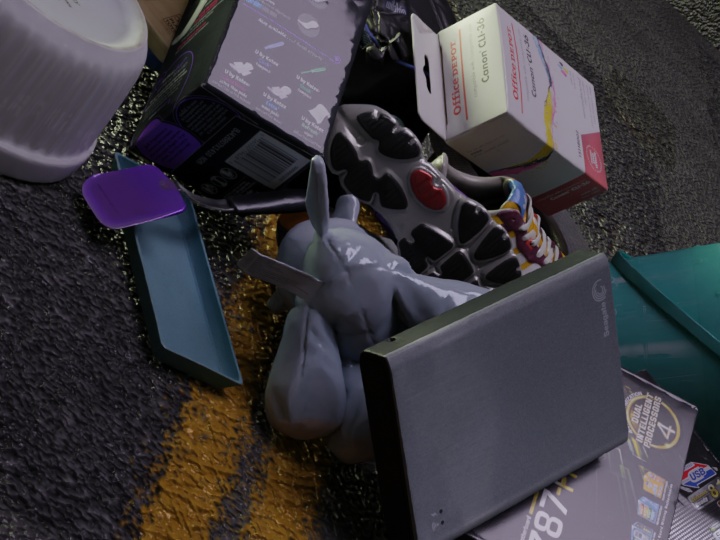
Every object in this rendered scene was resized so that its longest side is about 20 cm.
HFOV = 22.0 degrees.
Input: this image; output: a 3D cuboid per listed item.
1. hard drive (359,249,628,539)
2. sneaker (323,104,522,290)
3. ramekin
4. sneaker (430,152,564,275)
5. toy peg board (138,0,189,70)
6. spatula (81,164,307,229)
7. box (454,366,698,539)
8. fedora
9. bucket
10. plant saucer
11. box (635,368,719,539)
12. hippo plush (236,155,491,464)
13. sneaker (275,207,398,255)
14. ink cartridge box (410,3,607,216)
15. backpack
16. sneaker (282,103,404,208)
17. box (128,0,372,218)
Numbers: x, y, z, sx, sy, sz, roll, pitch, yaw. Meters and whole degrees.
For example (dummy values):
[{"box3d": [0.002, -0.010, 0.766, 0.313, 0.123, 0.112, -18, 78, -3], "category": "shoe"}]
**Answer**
[{"box3d": [0.092, 0.083, 1.210, 0.200, 0.140, 0.033, -24, 24, -35], "category": "hard drive"}, {"box3d": [0.048, -0.045, 1.372, 0.200, 0.081, 0.083, 55, 4, -11], "category": "sneaker"}, {"box3d": [-0.234, -0.165, 1.230, 0.200, 0.105, 0.200, 38, 23, -20], "category": "ramekin"}, {"box3d": [0.125, -0.022, 1.500, 0.199, 0.090, 0.075, 23, 35, -18], "category": "sneaker"}, {"box3d": [-0.151, -0.242, 1.534, 0.199, 0.098, 0.200, -23, 67, -40], "category": "toy peg board"}, {"box3d": [-0.101, -0.050, 1.286, 0.200, 0.021, 0.057, 0, 39, -42], "category": "spatula"}, {"box3d": [0.142, 0.143, 1.297, 0.161, 0.049, 0.200, 27, 49, -3], "category": "box"}, {"box3d": [0.109, -0.041, 1.644, 0.200, 0.090, 0.177, 31, 25, -42], "category": "fedora"}, {"box3d": [0.282, 0.072, 1.592, 0.207, 0.134, 0.208, -5, 90, -83], "category": "bucket"}, {"box3d": [-0.128, 0.000, 1.247, 0.070, 0.019, 0.200, 29, 27, -36], "category": "plant saucer"}, {"box3d": [0.187, 0.177, 1.357, 0.200, 0.044, 0.160, -23, 69, -39], "category": "box"}, {"box3d": [-0.019, 0.033, 1.271, 0.200, 0.160, 0.161, 37, -2, -19], "category": "hippo plush"}, {"box3d": [0.000, 0.000, 1.423, 0.200, 0.076, 0.092, 38, 14, -38], "category": "sneaker"}, {"box3d": [0.127, -0.144, 1.585, 0.200, 0.067, 0.117, 30, 46, -44], "category": "ink cartridge box"}, {"box3d": [-0.008, -0.217, 1.659, 0.183, 0.147, 0.201, 16, 47, -55], "category": "backpack"}, {"box3d": [-0.014, -0.074, 1.519, 0.200, 0.078, 0.140, 12, 40, -40], "category": "sneaker"}, {"box3d": [-0.074, -0.162, 1.377, 0.106, 0.122, 0.201, 30, 56, -21], "category": "box"}]
